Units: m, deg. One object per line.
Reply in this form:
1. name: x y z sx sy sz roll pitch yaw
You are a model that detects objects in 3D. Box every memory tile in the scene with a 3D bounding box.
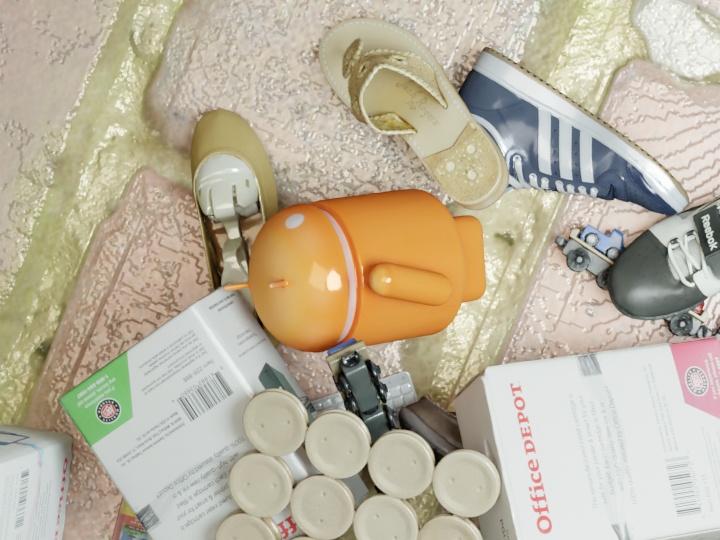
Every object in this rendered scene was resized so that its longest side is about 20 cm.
1. memory tile: -0.004 0.178 1.573 0.198 0.017 0.155 17 108 12

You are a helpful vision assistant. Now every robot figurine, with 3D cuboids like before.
1. robot figurine: 0.001 0.000 1.635 0.144 0.198 0.117 57 142 37

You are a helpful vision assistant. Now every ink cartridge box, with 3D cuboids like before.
1. ink cartridge box: 0.182 0.138 1.605 0.198 0.083 0.148 -6 74 -18
2. ink cartridge box: -0.111 0.136 1.652 0.145 0.084 0.201 -33 90 21
3. ink cartridge box: -0.293 0.201 1.659 0.087 0.200 0.147 8 93 10

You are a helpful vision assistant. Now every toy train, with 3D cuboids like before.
1. toy train: 0.241 0.020 1.673 0.199 0.034 0.046 32 91 5
2. toy train: 0.007 0.109 1.627 0.034 0.201 0.046 -24 56 -4

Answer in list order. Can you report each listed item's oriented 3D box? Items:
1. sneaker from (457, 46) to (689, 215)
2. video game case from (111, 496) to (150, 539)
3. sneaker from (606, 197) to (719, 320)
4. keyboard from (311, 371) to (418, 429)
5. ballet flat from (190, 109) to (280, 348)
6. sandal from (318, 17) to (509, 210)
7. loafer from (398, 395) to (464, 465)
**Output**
1. sneaker: 0.148 -0.075 1.664 0.199 0.070 0.109 35 90 12
2. video game case: -0.124 0.203 1.722 0.142 0.017 0.202 15 96 5
3. sneaker: 0.279 -0.027 1.625 0.199 0.089 0.075 -25 78 -2
4. keyboard: -0.047 0.137 1.722 0.198 0.011 0.057 -18 89 7
5. ballet flat: -0.096 -0.030 1.698 0.068 0.063 0.202 -12 89 9
6. sandal: 0.031 -0.134 1.639 0.078 0.070 0.212 -45 62 6
7. loafer: 0.123 0.147 1.679 0.199 0.073 0.071 29 75 3
